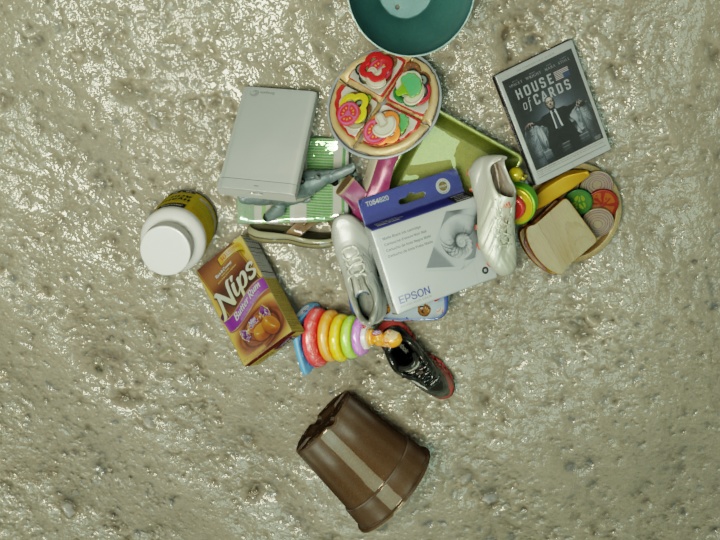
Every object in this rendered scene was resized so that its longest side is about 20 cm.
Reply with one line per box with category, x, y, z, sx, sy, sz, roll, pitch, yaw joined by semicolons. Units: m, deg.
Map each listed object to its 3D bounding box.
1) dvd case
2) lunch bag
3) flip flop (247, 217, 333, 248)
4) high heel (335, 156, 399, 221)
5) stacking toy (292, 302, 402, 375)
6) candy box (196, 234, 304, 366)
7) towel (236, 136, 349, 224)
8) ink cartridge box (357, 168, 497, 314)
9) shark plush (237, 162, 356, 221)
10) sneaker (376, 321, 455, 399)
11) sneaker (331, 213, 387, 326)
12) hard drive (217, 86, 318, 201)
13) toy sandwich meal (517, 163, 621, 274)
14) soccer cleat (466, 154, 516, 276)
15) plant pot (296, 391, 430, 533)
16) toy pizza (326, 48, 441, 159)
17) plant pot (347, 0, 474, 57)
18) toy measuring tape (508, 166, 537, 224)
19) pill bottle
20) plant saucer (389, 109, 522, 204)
dvd case;0.329;-0.270;1.346;0.149;0.025;0.202;-25;102;-2
lunch bag;0.063;0.008;1.411;0.196;0.076;0.163;1;115;12
flip flop;-0.104;-0.077;1.402;0.196;0.081;0.059;6;103;3
high heel;0.054;-0.173;1.339;0.096;0.067;0.201;39;91;-26
stacking toy;-0.018;0.121;1.412;0.197;0.116;0.111;-1;113;25
candy box;-0.198;0.053;1.396;0.116;0.056;0.202;-35;73;18
towel;-0.118;-0.160;1.369;0.196;0.023;0.155;-1;86;0
ink cartridge box;0.114;-0.053;1.319;0.197;0.041;0.203;-20;93;-14
shark plush;-0.104;-0.135;1.315;0.196;0.083;0.093;-3;86;1
sneaker;0.107;0.181;1.477;0.071;0.098;0.201;-41;106;10
sneaker;0.000;0.000;1.334;0.073;0.087;0.203;-19;97;8
hard drive;-0.151;-0.212;1.298;0.130;0.027;0.203;6;65;8
toy sandwich meal;0.376;-0.092;1.403;0.201;0.070;0.209;0;109;-1
soccer cleat;0.228;-0.091;1.295;0.069;0.077;0.203;-14;92;-35
plant pot;-0.003;0.350;1.493;0.198;0.200;0.200;44;103;-5
toy pizza;0.036;-0.281;1.296;0.197;0.032;0.204;-4;74;14
plant pot;0.075;-0.448;1.244;0.196;0.135;0.203;0;109;-1
toy measuring tape;0.269;-0.081;1.365;0.072;0.074;0.203;1;115;-1
pill bottle;-0.310;-0.063;1.333;0.109;0.200;0.113;-1;109;-1
plant saucer;0.152;-0.162;1.388;0.198;0.048;0.202;26;106;-10
